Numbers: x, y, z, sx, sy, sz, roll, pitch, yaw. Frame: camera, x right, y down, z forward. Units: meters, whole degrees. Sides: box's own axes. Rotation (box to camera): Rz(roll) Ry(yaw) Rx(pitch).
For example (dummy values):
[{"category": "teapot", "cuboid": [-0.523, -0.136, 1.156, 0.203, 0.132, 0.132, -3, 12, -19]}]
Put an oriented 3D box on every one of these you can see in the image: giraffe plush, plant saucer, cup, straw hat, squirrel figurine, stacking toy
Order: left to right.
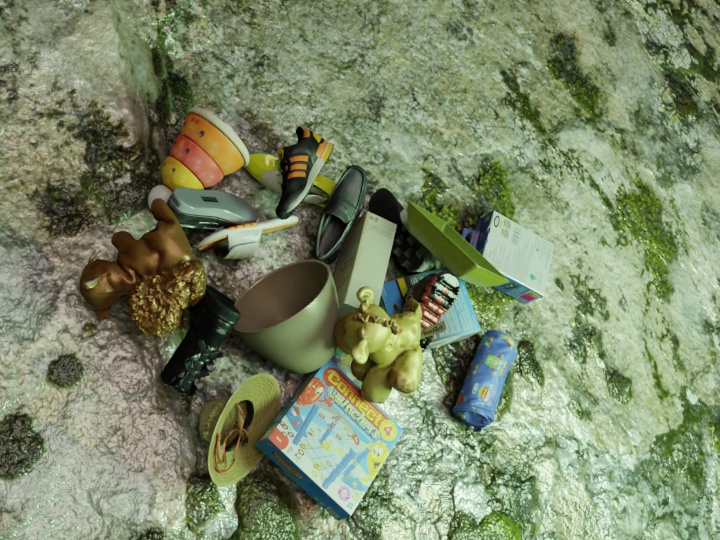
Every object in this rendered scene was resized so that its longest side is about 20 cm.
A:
[{"category": "squirrel figurine", "cuboid": [-0.363, 0.016, 1.348, 0.186, 0.142, 0.200, -29, 61, -24]}, {"category": "stacking toy", "cuboid": [-0.312, -0.183, 1.484, 0.146, 0.146, 0.201, 40, 75, -8]}, {"category": "straw hat", "cuboid": [-0.225, 0.256, 1.372, 0.084, 0.202, 0.202, 15, 56, 26]}, {"category": "cup", "cuboid": [-0.115, 0.098, 1.446, 0.200, 0.199, 0.144, -45, 122, -31]}, {"category": "giraffe plush", "cuboid": [0.026, 0.120, 1.405, 0.162, 0.200, 0.174, 24, 33, -44]}, {"category": "plant saucer", "cuboid": [0.182, -0.039, 1.594, 0.200, 0.048, 0.199, 46, 12, 26]}]

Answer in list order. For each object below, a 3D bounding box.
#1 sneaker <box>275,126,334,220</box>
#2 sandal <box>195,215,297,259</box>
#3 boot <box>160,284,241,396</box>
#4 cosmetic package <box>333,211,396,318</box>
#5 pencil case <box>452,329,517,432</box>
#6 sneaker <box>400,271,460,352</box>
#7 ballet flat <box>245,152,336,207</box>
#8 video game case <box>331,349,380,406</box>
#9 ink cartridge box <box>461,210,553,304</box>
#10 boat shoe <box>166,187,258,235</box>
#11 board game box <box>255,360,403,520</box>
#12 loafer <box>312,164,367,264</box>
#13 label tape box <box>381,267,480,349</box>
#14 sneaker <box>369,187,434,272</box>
[{"category": "sneaker", "cuboid": [-0.128, -0.186, 1.527, 0.090, 0.070, 0.201, 34, 58, -11]}, {"category": "sandal", "cuboid": [-0.200, -0.055, 1.504, 0.205, 0.079, 0.060, -16, 87, -28]}, {"category": "boot", "cuboid": [-0.278, 0.115, 1.386, 0.073, 0.198, 0.163, 31, 91, -24]}, {"category": "cosmetic package", "cuboid": [0.000, 0.000, 1.571, 0.073, 0.103, 0.202, 24, 62, -18]}, {"category": "pencil case", "cuboid": [0.255, 0.220, 1.632, 0.086, 0.078, 0.201, 19, 61, 13]}, {"category": "sneaker", "cuboid": [0.108, 0.088, 1.541, 0.071, 0.098, 0.201, 35, 83, -24]}, {"category": "ballet flat", "cuboid": [-0.134, -0.172, 1.584, 0.198, 0.067, 0.068, 18, 48, -23]}, {"category": "video game case", "cuboid": [-0.030, 0.240, 1.519, 0.142, 0.018, 0.202, 28, 62, -16]}, {"category": "ink cartridge box", "cuboid": [0.310, -0.034, 1.753, 0.199, 0.076, 0.138, 28, 61, -17]}, {"category": "boat shoe", "cuboid": [-0.275, -0.100, 1.487, 0.199, 0.068, 0.074, -1, 48, -55]}, {"category": "board game box", "cuboid": [-0.050, 0.295, 1.433, 0.200, 0.056, 0.196, 44, 53, -7]}, {"category": "loafer", "cuboid": [-0.038, -0.108, 1.565, 0.068, 0.070, 0.202, 22, 91, 5]}, {"category": "label tape box", "cuboid": [0.127, 0.082, 1.628, 0.198, 0.063, 0.146, -12, 77, -28]}, {"category": "sneaker", "cuboid": [0.087, -0.078, 1.667, 0.088, 0.074, 0.201, 10, 48, -59]}]
